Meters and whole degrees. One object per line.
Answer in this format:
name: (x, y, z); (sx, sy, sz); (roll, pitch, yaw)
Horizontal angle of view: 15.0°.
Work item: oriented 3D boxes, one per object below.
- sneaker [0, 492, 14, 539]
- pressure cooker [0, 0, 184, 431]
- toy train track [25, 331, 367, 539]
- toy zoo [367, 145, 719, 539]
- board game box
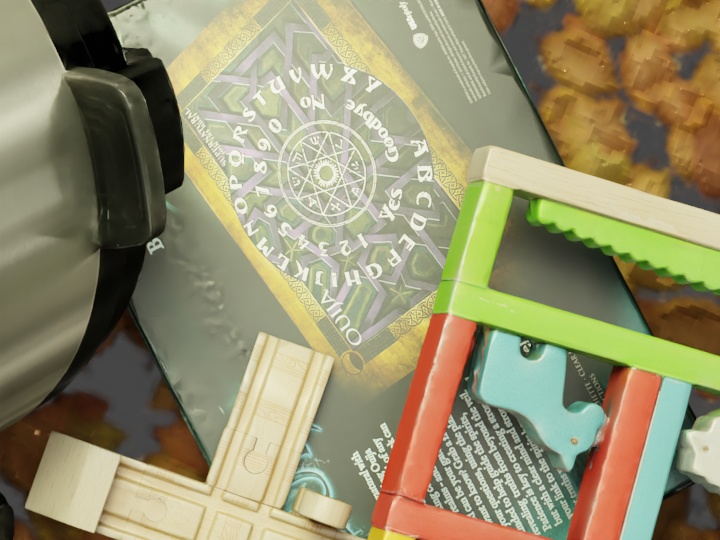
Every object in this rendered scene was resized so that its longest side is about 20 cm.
sneaker: (-0.199, 0.059, 0.764); (0.199, 0.076, 0.088); (-6, 81, -3)
pressure cooker: (-0.154, -0.022, 0.703); (0.176, 0.179, 0.200); (45, 41, 13)
toy train track: (0.004, 0.088, 0.762); (0.200, 0.033, 0.115); (19, 86, -3)
toy zoo: (0.067, 0.080, 0.749); (0.131, 0.020, 0.200); (17, 86, -10)
board game box: (0.000, 0.000, 0.797); (0.135, 0.028, 0.200); (-27, 88, -4)
